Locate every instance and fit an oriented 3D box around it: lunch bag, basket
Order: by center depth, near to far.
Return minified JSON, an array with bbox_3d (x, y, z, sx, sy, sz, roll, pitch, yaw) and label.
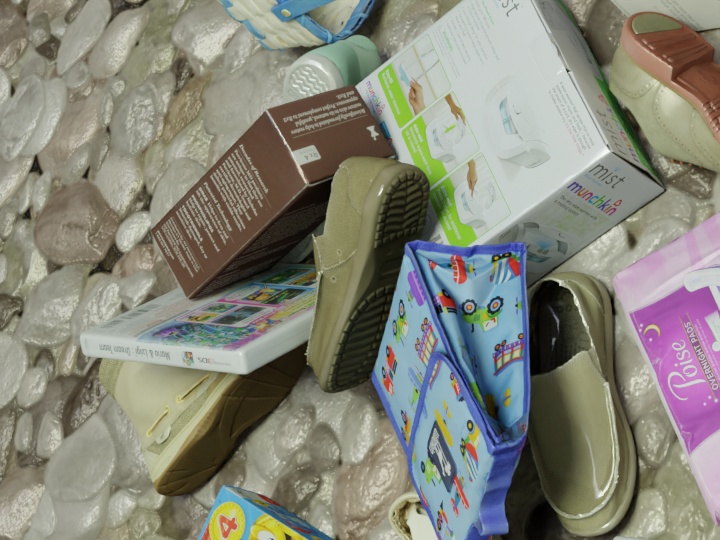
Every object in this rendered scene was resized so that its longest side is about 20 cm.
[{"bbox_3d":[0.078,0.102,1.102,0.151,0.094,0.201,104,161,-45],"label":"lunch bag"},{"bbox_3d":[-0.030,-0.281,1.349,0.199,0.139,0.177,-14,42,43],"label":"basket"}]

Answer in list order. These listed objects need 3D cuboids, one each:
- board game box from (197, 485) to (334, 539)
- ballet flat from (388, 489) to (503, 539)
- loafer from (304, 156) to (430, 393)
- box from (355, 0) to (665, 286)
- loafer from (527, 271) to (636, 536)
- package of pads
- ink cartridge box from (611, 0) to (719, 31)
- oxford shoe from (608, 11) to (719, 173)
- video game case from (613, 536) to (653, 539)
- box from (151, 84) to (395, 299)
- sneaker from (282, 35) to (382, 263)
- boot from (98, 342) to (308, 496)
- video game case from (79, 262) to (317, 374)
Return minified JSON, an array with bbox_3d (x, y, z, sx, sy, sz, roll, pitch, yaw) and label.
[{"bbox_3d":[-0.071,0.302,1.240,0.195,0.056,0.201,23,89,41],"label":"board game box"},{"bbox_3d":[0.090,0.225,1.136,0.200,0.069,0.070,41,100,40],"label":"ballet flat"},{"bbox_3d":[0.000,0.000,1.186,0.067,0.076,0.201,40,124,39],"label":"loafer"},{"bbox_3d":[0.108,-0.104,1.221,0.176,0.097,0.201,-37,55,22],"label":"box"},{"bbox_3d":[0.148,0.092,1.136,0.075,0.068,0.201,-20,62,31],"label":"loafer"},{"bbox_3d":[0.259,0.067,1.054,0.120,0.076,0.201,-33,56,23],"label":"package of pads"},{"bbox_3d":[0.289,-0.263,1.147,0.199,0.085,0.147,-4,72,39],"label":"ink cartridge box"},{"bbox_3d":[0.256,-0.101,1.138,0.200,0.071,0.074,54,145,30],"label":"oxford shoe"},{"bbox_3d":[0.236,0.284,1.029,0.181,0.022,0.201,0,73,38],"label":"video game case"},{"bbox_3d":[-0.074,-0.060,1.253,0.200,0.100,0.075,-37,79,46],"label":"box"},{"bbox_3d":[-0.027,-0.105,1.355,0.073,0.118,0.201,26,124,17],"label":"sneaker"},{"bbox_3d":[-0.140,0.076,1.367,0.200,0.073,0.156,-50,52,18],"label":"boot"},{"bbox_3d":[-0.096,0.034,1.280,0.181,0.200,0.024,3,110,39],"label":"video game case"}]
